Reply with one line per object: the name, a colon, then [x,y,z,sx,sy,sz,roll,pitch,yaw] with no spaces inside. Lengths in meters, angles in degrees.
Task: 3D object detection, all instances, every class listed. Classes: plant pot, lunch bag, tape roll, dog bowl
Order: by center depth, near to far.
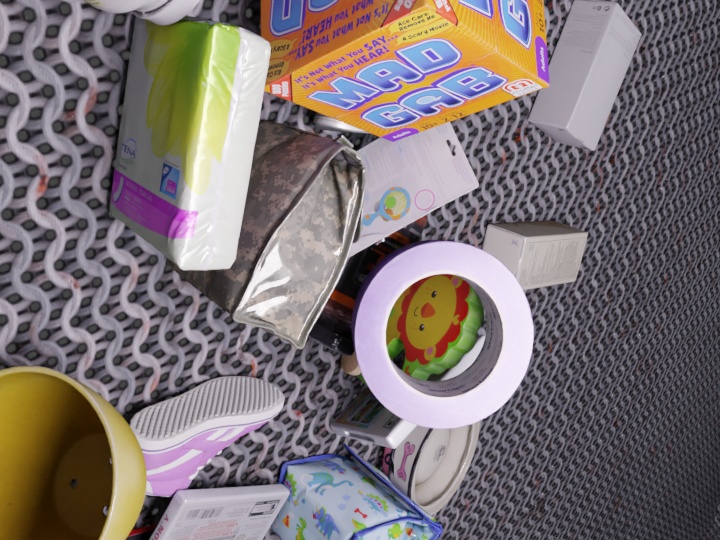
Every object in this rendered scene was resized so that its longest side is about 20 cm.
plant pot: [-0.280,0.200,0.667,0.202,0.198,0.142,-58,162,-7]
lunch bag: [-0.086,-0.051,0.739,0.117,0.163,0.202,28,89,-42]
tape roll: [0.088,0.068,0.808,0.196,0.085,0.204,0,94,-3]
lunch bag: [-0.001,0.340,1.011,0.198,0.169,0.129,5,109,-46]
dog bowl: [0.112,0.288,1.159,0.199,0.073,0.204,-28,127,-44]

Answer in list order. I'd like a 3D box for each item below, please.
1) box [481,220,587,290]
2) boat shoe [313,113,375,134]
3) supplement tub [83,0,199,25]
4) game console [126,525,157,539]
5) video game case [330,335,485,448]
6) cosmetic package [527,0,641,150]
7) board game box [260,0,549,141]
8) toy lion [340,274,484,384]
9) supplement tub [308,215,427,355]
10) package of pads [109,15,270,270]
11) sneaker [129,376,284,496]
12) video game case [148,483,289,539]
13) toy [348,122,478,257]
box: [0.289,-0.027,1.198,0.198,0.077,0.097,-4,112,-44]
boat shoe: [0.022,-0.200,0.850,0.200,0.074,0.066,-19,113,-41]
supplement tub: [-0.207,-0.281,0.518,0.198,0.144,0.147,18,96,-48]
game console: [-0.318,0.398,0.819,0.175,0.031,0.203,5,106,-46]
video game case: [0.066,0.162,0.997,0.200,0.181,0.024,-42,102,-24]
cosmetic package: [0.353,-0.305,1.130,0.112,0.081,0.203,19,96,-48]
board game box: [0.041,-0.269,0.686,0.198,0.198,0.204,10,74,-47]
toy lion: [0.076,0.077,0.939,0.068,0.191,0.203,23,92,-34]
supplement tub: [0.000,0.000,0.895,0.106,0.106,0.203,22,93,-48]
package of pads: [-0.158,-0.121,0.640,0.067,0.154,0.204,0,110,-42]
sneaker: [-0.184,0.196,0.840,0.198,0.073,0.116,-10,127,-39]
video game case: [-0.195,0.349,0.892,0.199,0.023,0.184,21,101,-57]
toy: [0.028,-0.088,0.814,0.198,0.117,0.047,-26,155,11]
